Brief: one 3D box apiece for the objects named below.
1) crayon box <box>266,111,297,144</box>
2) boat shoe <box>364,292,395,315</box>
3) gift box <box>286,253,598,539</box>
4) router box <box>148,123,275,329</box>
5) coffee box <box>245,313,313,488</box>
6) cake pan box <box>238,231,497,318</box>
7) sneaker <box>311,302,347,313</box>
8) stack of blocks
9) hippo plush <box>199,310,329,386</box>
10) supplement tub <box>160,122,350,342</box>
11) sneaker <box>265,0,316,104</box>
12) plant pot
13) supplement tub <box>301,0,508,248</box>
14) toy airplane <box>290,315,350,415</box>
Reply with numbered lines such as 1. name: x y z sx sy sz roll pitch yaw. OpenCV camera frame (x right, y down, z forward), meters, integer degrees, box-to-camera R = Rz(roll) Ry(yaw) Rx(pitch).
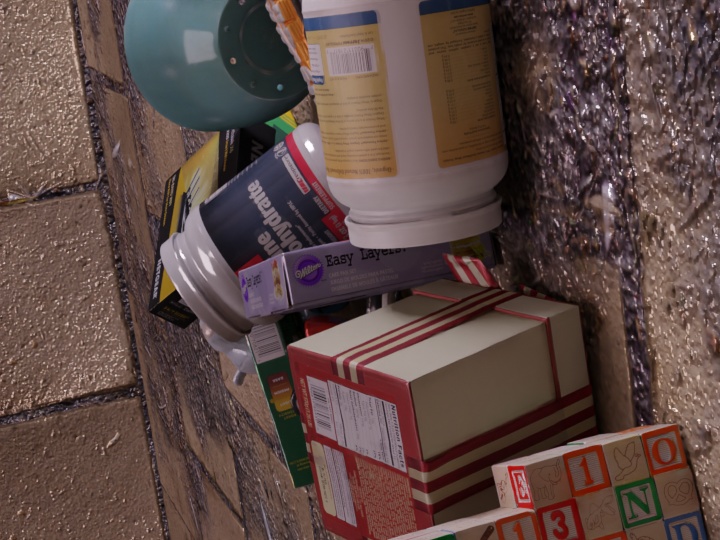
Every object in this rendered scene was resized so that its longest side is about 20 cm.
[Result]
1. crayon box: -0.102 -0.087 1.729 0.201 0.058 0.173 98 154 -48
2. boat shoe: 0.005 0.094 1.473 0.074 0.060 0.201 -76 -9 -45
3. gift box: 0.065 0.101 1.088 0.200 0.186 0.186 20 123 53
4. router box: -0.165 -0.057 1.600 0.157 0.052 0.201 -37 38 36
5. coffee box: -0.073 0.126 1.528 0.123 0.044 0.201 -15 -93 -83
6. cake pan box: 0.000 0.000 1.241 0.200 0.183 0.053 162 99 -75
7. sneaker: -0.040 -0.048 1.548 0.082 0.073 0.201 -79 -12 -58
8. stack of blocks: 0.123 0.180 0.936 0.059 0.199 0.116 154 103 -73
9. hippo plush: -0.102 0.058 1.679 0.200 0.160 0.161 40 165 -12
10. supplement tub: -0.083 -0.036 1.408 0.141 0.200 0.140 51 -170 -12
11. sneaker: -0.020 -0.203 1.372 0.201 0.077 0.078 63 171 -13
12. plant pot: -0.125 -0.242 1.487 0.161 0.200 0.202 14 115 60
13. supplement tub: 0.037 -0.128 1.102 0.145 0.144 0.201 -156 56 -69
14. toy airplane: 0.047 0.130 1.308 0.199 0.141 0.200 39 -170 -50
